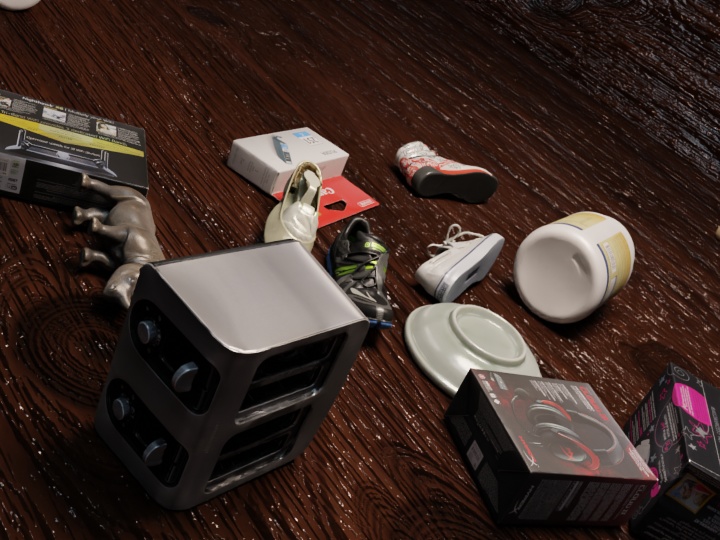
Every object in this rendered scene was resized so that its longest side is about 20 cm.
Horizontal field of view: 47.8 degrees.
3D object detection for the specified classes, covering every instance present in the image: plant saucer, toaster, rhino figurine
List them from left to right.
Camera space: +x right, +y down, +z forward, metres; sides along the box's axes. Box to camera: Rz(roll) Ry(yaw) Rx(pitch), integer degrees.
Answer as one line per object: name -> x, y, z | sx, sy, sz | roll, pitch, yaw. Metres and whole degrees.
rhino figurine -> -0.248, -0.023, 0.855 | 0.086, 0.060, 0.202 | 12, 34, -35
toaster -> -0.103, 0.080, 0.683 | 0.119, 0.183, 0.198 | 44, 33, 26
plant saucer -> 0.151, 0.095, 1.013 | 0.196, 0.051, 0.202 | 20, 28, -11

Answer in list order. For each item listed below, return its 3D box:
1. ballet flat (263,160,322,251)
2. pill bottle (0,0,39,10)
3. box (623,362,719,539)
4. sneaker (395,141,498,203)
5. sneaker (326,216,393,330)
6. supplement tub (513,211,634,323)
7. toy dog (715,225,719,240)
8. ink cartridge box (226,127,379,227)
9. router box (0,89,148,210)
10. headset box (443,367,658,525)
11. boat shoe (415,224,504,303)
ballet flat -> -0.080, -0.076, 1.051 | 0.068, 0.070, 0.202 | 20, 38, -12
pill bottle -> -0.592, -0.520, 1.334 | 0.111, 0.114, 0.201 | -1, 39, -41
box -> 0.387, 0.227, 0.927 | 0.130, 0.116, 0.201 | 28, 29, 1
sneaker -> 0.153, -0.181, 1.460 | 0.198, 0.068, 0.109 | 0, 40, -36
sneaker -> 0.000, 0.000, 1.006 | 0.069, 0.084, 0.201 | 14, 30, -20
supplement tub -> 0.334, -0.010, 1.247 | 0.144, 0.147, 0.198 | 38, 30, 22
toy dog -> 0.953, -0.080, 1.951 | 0.197, 0.098, 0.132 | 0, 38, -40
ink cartridge box -> -0.076, -0.146, 1.228 | 0.175, 0.045, 0.199 | 36, 29, 18
router box -> -0.354, -0.137, 0.961 | 0.196, 0.053, 0.158 | 13, 30, -24
headset box -> 0.209, 0.191, 0.874 | 0.196, 0.076, 0.150 | 11, 31, -27
boat shoe -> 0.136, -0.019, 1.179 | 0.085, 0.076, 0.201 | 33, 38, 19
